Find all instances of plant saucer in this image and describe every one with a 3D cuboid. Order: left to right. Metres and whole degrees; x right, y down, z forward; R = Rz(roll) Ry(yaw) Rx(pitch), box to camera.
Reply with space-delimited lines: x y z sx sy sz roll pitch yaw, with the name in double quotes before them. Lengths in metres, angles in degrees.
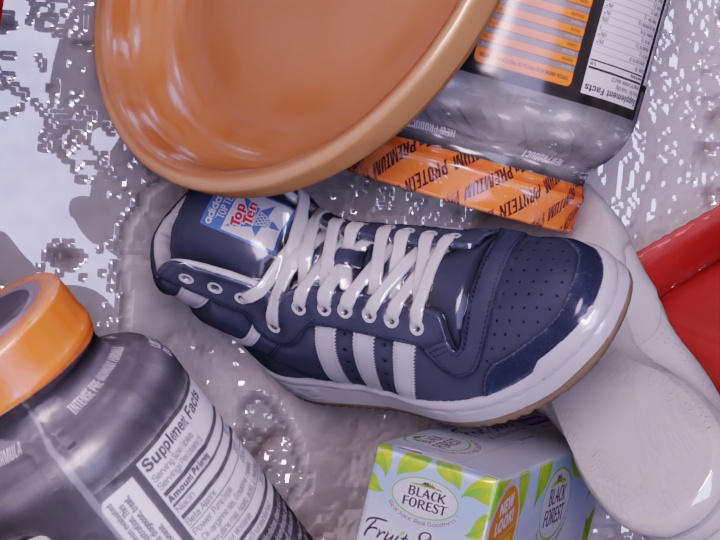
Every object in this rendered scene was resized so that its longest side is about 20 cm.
"plant saucer" -0.015 -0.117 0.812 0.037 0.200 0.201 28 89 -44

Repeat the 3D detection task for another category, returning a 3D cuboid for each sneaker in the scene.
"sneaker" 0.000 0.000 0.822 0.108 0.199 0.070 41 63 -29
"sneaker" 0.106 0.044 0.891 0.075 0.201 0.088 -40 133 16

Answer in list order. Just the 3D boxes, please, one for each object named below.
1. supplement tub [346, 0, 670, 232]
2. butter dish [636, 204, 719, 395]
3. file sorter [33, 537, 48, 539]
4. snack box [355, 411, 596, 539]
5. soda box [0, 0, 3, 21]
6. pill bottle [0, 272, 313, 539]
"supplement tub" 0.063 -0.124 0.868 0.122 0.122 0.202 15 94 -21
"butter dish" 0.222 0.060 0.943 0.198 0.148 0.201 -29 107 -14
"file sorter" -0.163 0.209 0.777 0.199 0.125 0.139 -21 126 19
"snack box" 0.041 0.132 0.871 0.053 0.200 0.144 14 95 17
"soda box" -0.214 -0.118 0.720 0.198 0.070 0.064 7 94 -21
"pill bottle" -0.087 0.098 0.862 0.106 0.106 0.201 -39 109 -10
